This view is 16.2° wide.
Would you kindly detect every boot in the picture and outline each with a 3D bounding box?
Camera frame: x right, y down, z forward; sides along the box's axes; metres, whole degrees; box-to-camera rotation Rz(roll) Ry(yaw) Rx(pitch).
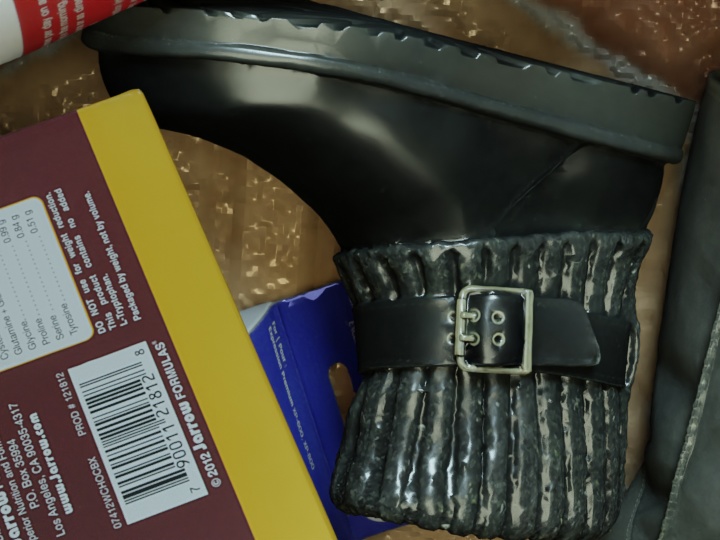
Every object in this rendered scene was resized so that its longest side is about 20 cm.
[{"bbox_3d":[0.144,0.053,0.811,0.072,0.182,0.201,10,108,-39],"label":"boot"},{"bbox_3d":[0.001,0.001,0.810,0.210,0.079,0.159,13,97,-11],"label":"boot"}]

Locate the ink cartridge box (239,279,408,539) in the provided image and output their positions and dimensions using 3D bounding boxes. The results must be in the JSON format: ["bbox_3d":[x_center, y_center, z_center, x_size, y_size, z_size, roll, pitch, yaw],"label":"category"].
[{"bbox_3d":[-0.078,0.078,0.853,0.199,0.037,0.095,-19,107,-4],"label":"ink cartridge box"}]

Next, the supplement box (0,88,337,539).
[{"bbox_3d":[-0.116,0.091,0.711,0.199,0.198,0.133,-20,149,-9],"label":"supplement box"}]

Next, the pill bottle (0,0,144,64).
[{"bbox_3d":[-0.089,-0.129,0.736,0.199,0.112,0.113,-26,107,-12],"label":"pill bottle"}]
